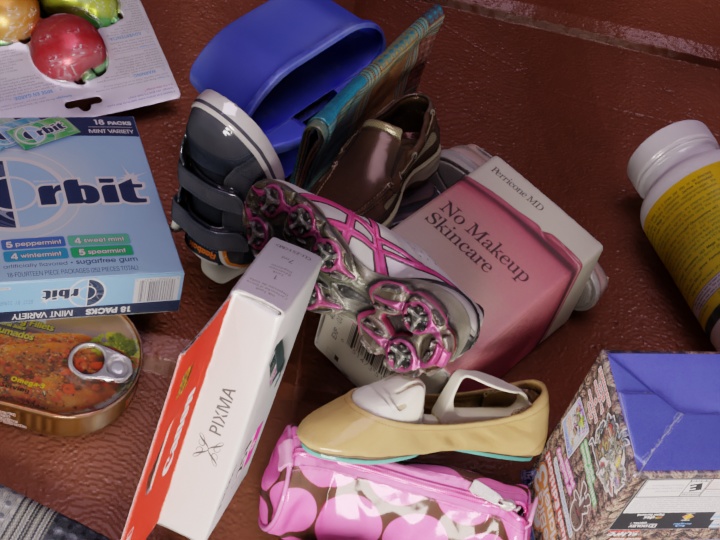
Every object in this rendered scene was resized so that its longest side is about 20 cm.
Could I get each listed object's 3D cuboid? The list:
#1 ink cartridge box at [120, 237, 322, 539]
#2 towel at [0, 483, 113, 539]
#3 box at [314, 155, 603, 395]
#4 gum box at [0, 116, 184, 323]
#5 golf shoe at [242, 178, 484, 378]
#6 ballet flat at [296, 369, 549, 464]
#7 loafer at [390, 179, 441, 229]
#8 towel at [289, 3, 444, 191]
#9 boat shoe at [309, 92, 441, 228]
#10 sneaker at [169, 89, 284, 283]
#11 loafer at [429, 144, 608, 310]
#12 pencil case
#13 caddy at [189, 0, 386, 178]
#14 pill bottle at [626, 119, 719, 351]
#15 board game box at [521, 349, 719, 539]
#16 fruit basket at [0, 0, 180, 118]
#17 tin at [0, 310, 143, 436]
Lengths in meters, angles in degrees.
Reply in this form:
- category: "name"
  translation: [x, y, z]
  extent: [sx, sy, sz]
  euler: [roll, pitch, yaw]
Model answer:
- category: "ink cartridge box"
  translation: [-0.095, 0.100, 0.873]
  extent: [0.043, 0.202, 0.174]
  euler: [23, 28, 4]
- category: "towel"
  translation: [-0.215, 0.259, 0.867]
  extent: [0.191, 0.035, 0.201]
  euler: [26, 49, 1]
- category: "box"
  translation: [0.079, 0.021, 1.068]
  extent: [0.128, 0.109, 0.199]
  euler: [41, 55, 18]
- category: "gum box"
  translation: [-0.244, -0.046, 1.045]
  extent: [0.168, 0.045, 0.201]
  euler: [-3, 43, -22]
- category: "golf shoe"
  translation: [0.000, 0.000, 0.960]
  extent: [0.199, 0.073, 0.092]
  euler: [39, 30, 16]
- category: "ballet flat"
  translation: [0.048, 0.099, 0.941]
  extent: [0.198, 0.064, 0.069]
  euler: [4, 21, -28]
- category: "loafer"
  translation: [0.008, -0.020, 1.108]
  extent: [0.063, 0.072, 0.200]
  euler: [41, 52, 13]
- category: "towel"
  translation: [0.002, -0.129, 1.137]
  extent: [0.022, 0.147, 0.200]
  euler: [35, 52, 11]
- category: "boat shoe"
  translation: [0.007, -0.088, 1.067]
  extent: [0.074, 0.076, 0.203]
  euler: [16, 35, 17]
- category: "sneaker"
  translation: [-0.105, -0.054, 1.022]
  extent: [0.078, 0.201, 0.080]
  euler: [33, 70, 22]
- category: "loafer"
  translation: [0.147, -0.048, 1.167]
  extent: [0.200, 0.072, 0.063]
  euler: [41, 47, 20]
- category: "pencil case"
  translation: [0.026, 0.168, 0.952]
  extent: [0.197, 0.094, 0.092]
  euler: [13, 63, -3]
- category: "caddy"
  translation: [-0.059, -0.152, 1.142]
  extent: [0.105, 0.142, 0.200]
  euler: [38, 55, 19]
- category: "pill bottle"
  translation: [0.319, -0.032, 1.169]
  extent: [0.111, 0.113, 0.201]
  euler: [-12, 58, -22]
- category: "board game box"
  translation: [0.222, 0.154, 0.947]
  extent: [0.157, 0.201, 0.098]
  euler: [2, 52, -14]
- category: "fruit basket"
  translation: [-0.280, -0.216, 1.182]
  extent: [0.183, 0.094, 0.202]
  euler: [-17, 75, -25]
- category: "tin"
  translation: [-0.263, 0.060, 0.995]
  extent: [0.197, 0.042, 0.113]
  euler: [15, 55, -3]
